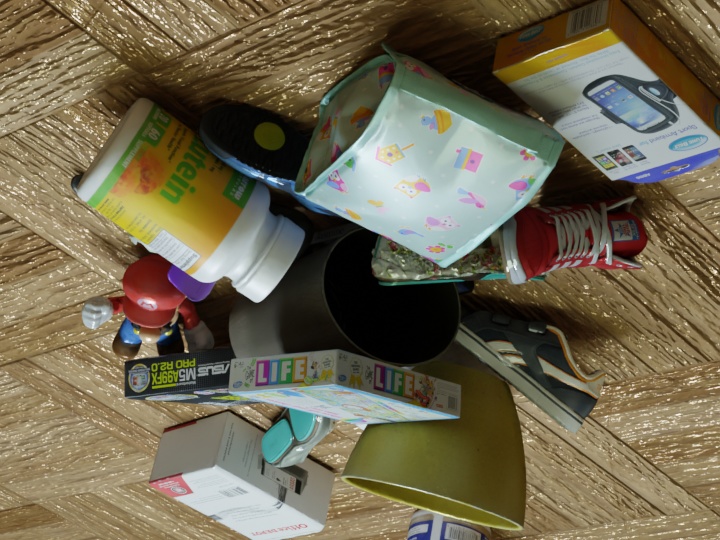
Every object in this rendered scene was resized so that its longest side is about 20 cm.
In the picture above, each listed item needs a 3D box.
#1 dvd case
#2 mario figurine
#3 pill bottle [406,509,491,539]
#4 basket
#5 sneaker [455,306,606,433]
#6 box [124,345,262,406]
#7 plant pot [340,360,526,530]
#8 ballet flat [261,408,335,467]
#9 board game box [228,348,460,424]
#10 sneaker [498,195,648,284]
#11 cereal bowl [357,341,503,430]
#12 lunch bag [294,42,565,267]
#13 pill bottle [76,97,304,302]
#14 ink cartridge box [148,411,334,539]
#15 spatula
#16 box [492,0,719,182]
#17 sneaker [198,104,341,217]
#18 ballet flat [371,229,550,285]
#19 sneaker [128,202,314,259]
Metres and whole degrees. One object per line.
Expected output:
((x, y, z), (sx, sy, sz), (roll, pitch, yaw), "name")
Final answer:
((0.000, 0.000, 1.729), (0.199, 0.018, 0.142), (-13, 142, 36), "dvd case")
((-0.233, 0.063, 1.824), (0.106, 0.123, 0.200), (54, 161, 14), "mario figurine")
((0.108, 0.432, 2.246), (0.114, 0.202, 0.116), (9, 151, 5), "pill bottle")
((-0.032, 0.045, 1.668), (0.179, 0.138, 0.199), (12, 160, -40), "basket")
((0.168, 0.081, 1.758), (0.199, 0.080, 0.078), (37, 179, 4), "sneaker")
((-0.146, 0.123, 1.892), (0.159, 0.045, 0.199), (-9, 168, 31), "box")
((0.093, 0.178, 1.756), (0.198, 0.143, 0.200), (15, 168, 3), "plant pot")
((-0.065, 0.188, 2.049), (0.063, 0.068, 0.200), (-7, 159, -25), "ballet flat")
((-0.012, 0.115, 1.614), (0.133, 0.035, 0.199), (-8, 163, 37), "board game box")
((0.194, -0.029, 1.494), (0.111, 0.072, 0.200), (-4, -176, 20), "sneaker")
((0.064, 0.152, 1.903), (0.198, 0.084, 0.201), (8, 150, 5), "cereal bowl")
((0.060, -0.106, 1.420), (0.169, 0.123, 0.200), (24, 154, -16), "lunch bag")
((-0.154, -0.060, 1.548), (0.199, 0.112, 0.111), (35, 145, -13), "pill bottle")
((-0.154, 0.275, 2.194), (0.146, 0.084, 0.199), (-19, 138, 43), "ink cartridge box")
((-0.223, -0.037, 1.725), (0.199, 0.057, 0.020), (37, 162, -27), "spatula")
((0.216, -0.142, 1.384), (0.118, 0.042, 0.199), (-16, 143, 40), "box")
((-0.062, -0.090, 1.547), (0.198, 0.067, 0.079), (19, 150, -13), "sneaker")
((0.100, -0.019, 1.597), (0.198, 0.065, 0.075), (-1, -178, -31), "ballet flat")
((-0.146, -0.052, 1.637), (0.198, 0.075, 0.089), (5, 152, 12), "sneaker")
